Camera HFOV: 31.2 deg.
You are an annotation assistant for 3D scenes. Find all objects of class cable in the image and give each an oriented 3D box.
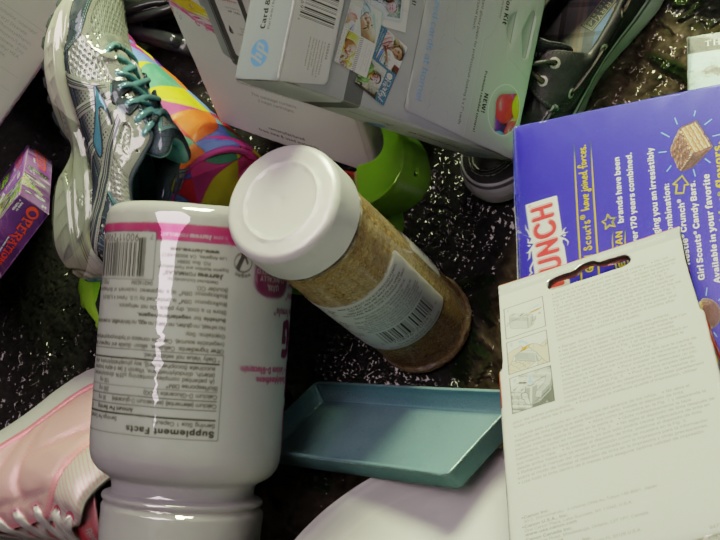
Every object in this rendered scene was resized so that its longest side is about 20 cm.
[{"bbox_3d":[-0.150,-0.255,1.029,0.199,0.051,0.164,21,79,33],"label":"cable"}]

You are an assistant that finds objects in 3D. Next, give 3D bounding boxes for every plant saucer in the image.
[{"bbox_3d":[0.011,0.094,0.751,0.070,0.019,0.199,-42,22,-30],"label":"plant saucer"}]

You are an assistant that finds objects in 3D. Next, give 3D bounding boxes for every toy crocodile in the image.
[{"bbox_3d":[-0.035,-0.028,0.833,0.200,0.067,0.062,-29,65,44],"label":"toy crocodile"}]

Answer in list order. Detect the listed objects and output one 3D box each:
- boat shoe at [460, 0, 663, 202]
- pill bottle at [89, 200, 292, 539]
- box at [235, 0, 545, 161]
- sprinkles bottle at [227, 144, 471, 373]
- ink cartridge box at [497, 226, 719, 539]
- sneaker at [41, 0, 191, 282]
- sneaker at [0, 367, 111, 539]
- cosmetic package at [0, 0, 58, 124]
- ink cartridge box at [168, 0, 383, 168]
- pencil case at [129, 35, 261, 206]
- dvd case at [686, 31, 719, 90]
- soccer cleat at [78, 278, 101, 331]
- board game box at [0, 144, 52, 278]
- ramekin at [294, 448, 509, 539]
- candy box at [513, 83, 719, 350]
[{"bbox_3d":[0.126,-0.137,0.826,0.070,0.066,0.200,39,89,34],"label":"boat shoe"},{"bbox_3d":[-0.100,0.065,0.759,0.113,0.113,0.202,3,87,28],"label":"pill bottle"},{"bbox_3d":[0.029,-0.160,0.735,0.041,0.199,0.157,12,90,46],"label":"box"},{"bbox_3d":[0.000,0.000,0.749,0.068,0.200,0.069,-10,64,23],"label":"sprinkles bottle"},{"bbox_3d":[0.126,0.072,0.624,0.108,0.050,0.201,-19,36,18],"label":"ink cartridge box"},{"bbox_3d":[-0.150,-0.096,0.848,0.086,0.077,0.202,-6,87,28],"label":"sneaker"},{"bbox_3d":[-0.218,0.161,0.863,0.200,0.075,0.105,-39,51,2],"label":"sneaker"},{"bbox_3d":[-0.292,-0.244,1.006,0.200,0.123,0.199,-54,33,5],"label":"cosmetic package"},{"bbox_3d":[-0.029,-0.198,0.831,0.145,0.201,0.147,21,58,33],"label":"ink cartridge box"},{"bbox_3d":[-0.154,-0.102,0.945,0.088,0.088,0.200,-46,55,2],"label":"pencil case"},{"bbox_3d":[0.262,-0.056,0.748,0.145,0.022,0.201,-5,66,25],"label":"dvd case"},{"bbox_3d":[-0.130,0.040,0.870,0.200,0.067,0.081,44,122,35],"label":"soccer cleat"},{"bbox_3d":[-0.266,-0.021,0.925,0.120,0.032,0.200,-56,18,6],"label":"board game box"},{"bbox_3d":[0.047,0.195,0.664,0.201,0.095,0.203,-22,30,13],"label":"ramekin"},{"bbox_3d":[0.189,-0.011,0.708,0.199,0.077,0.170,-8,69,23],"label":"candy box"}]
